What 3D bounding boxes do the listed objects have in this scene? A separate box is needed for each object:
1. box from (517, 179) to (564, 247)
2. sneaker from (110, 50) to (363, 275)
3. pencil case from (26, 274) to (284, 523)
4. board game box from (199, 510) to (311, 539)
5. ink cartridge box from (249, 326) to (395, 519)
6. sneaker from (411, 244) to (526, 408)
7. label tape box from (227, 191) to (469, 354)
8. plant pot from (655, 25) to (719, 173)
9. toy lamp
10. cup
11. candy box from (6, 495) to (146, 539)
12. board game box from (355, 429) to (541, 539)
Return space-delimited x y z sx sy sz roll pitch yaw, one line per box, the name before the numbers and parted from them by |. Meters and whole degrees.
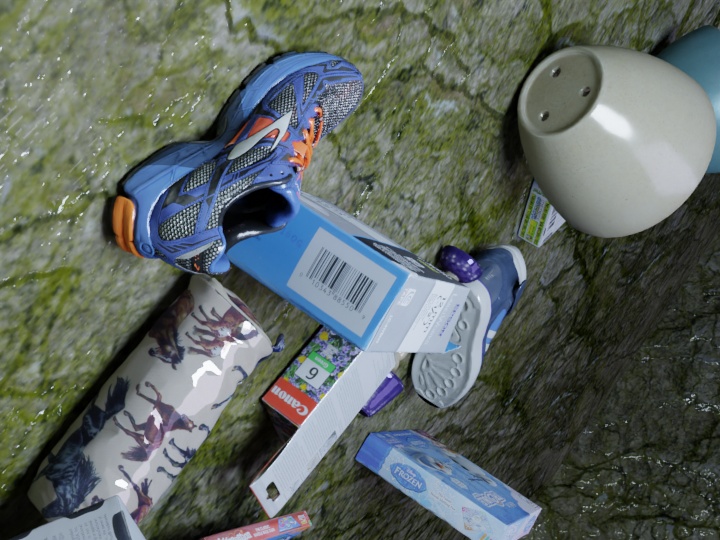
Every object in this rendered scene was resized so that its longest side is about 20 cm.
box | 0.282 -0.126 1.349 0.200 0.035 0.110 -40 152 -38
sneaker | -0.059 -0.063 0.643 0.200 0.078 0.075 -47 156 -27
pencil case | -0.138 0.102 0.692 0.200 0.078 0.090 -53 143 -13
board game box | -0.128 0.262 0.942 0.103 0.020 0.200 -33 163 15
ink cartridge box | -0.046 0.126 0.961 0.200 0.050 0.109 -49 157 -19
sneaker | 0.141 0.060 1.229 0.146 0.080 0.201 -37 150 -45
label tape box | 0.000 0.000 0.764 0.066 0.143 0.200 -61 158 9
plant pot | 0.439 -0.215 1.406 0.134 0.201 0.200 -20 154 1
toy lamp | 0.054 0.066 1.084 0.200 0.058 0.058 -52 157 -14
cup | 0.244 -0.154 1.066 0.143 0.200 0.201 28 94 -42
candy box | -0.210 0.230 0.606 0.199 0.072 0.168 -22 148 -11
board game box | 0.116 0.270 1.291 0.044 0.199 0.200 -60 159 5
